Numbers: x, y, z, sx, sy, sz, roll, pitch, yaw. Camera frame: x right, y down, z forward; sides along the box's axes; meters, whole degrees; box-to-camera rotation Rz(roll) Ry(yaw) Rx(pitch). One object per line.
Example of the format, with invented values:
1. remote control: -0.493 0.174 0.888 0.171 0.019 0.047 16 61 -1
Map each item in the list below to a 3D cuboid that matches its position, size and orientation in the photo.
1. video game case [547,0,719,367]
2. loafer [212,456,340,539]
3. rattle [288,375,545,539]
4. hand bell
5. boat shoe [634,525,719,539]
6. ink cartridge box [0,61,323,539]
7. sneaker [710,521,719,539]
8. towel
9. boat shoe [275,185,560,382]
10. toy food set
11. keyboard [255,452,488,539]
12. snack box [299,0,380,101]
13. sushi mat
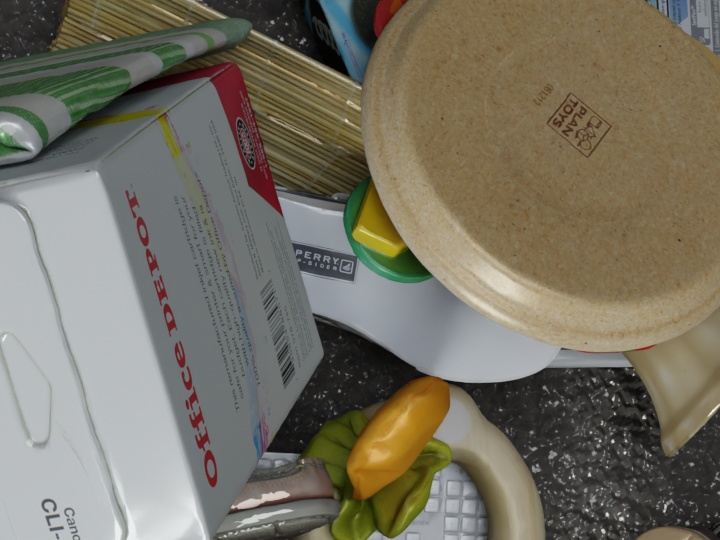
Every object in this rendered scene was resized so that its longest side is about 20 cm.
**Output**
1. video game case: 0.158 -0.051 0.899 0.181 0.022 0.202 0 83 -12
2. loafer: -0.107 0.102 0.765 0.198 0.072 0.063 -16 73 18
3. rattle: 0.055 0.148 0.786 0.129 0.143 0.202 -14 82 -34
4. hand bell: 0.108 -0.017 0.840 0.200 0.104 0.104 43 76 9
5. boat shoe: 0.139 0.217 0.827 0.071 0.065 0.202 14 96 31
6. ink cartridge box: -0.117 0.017 0.703 0.143 0.200 0.147 -12 103 14
7. sneaker: 0.254 0.203 0.863 0.198 0.076 0.116 17 84 2
8. towel: -0.147 -0.067 0.713 0.151 0.200 0.024 -8 104 21
9. boat shoe: 0.000 0.000 0.832 0.198 0.068 0.072 12 100 -2
10. toy food set: 0.088 -0.055 0.780 0.197 0.049 0.201 26 60 -7
11. keyboard: -0.021 0.117 0.842 0.198 0.011 0.057 4 81 -11
12. snack box: 0.013 -0.184 0.862 0.115 0.037 0.201 -19 75 -14
13. sushi mat: -0.052 -0.079 0.824 0.199 0.096 0.012 26 51 -7
